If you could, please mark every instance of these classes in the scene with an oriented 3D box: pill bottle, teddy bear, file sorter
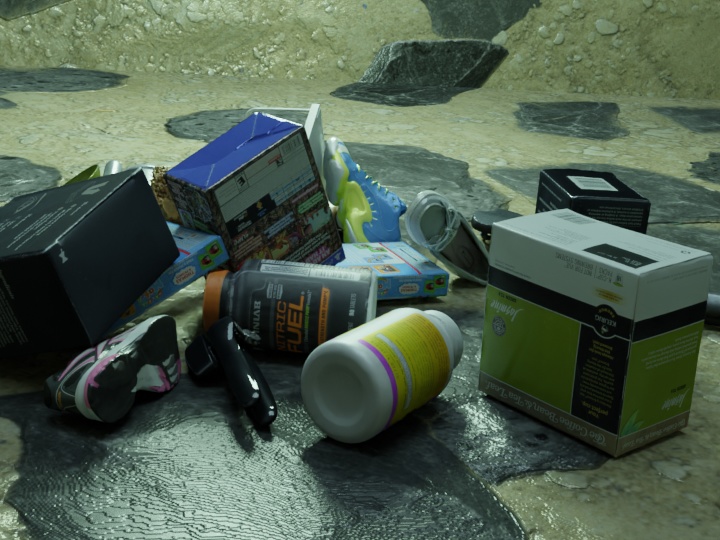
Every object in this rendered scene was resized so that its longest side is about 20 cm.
[{"bbox_3d":[-0.082,0.043,1.388,0.197,0.108,0.106,5,17,4],"label":"pill bottle"},{"bbox_3d":[-0.217,-0.055,1.586,0.066,0.147,0.199,-18,-21,31],"label":"teddy bear"},{"bbox_3d":[0.031,0.100,1.238,0.103,0.106,0.199,15,20,29],"label":"pill bottle"},{"bbox_3d":[-0.129,-0.133,1.768,0.123,0.140,0.201,4,44,10],"label":"file sorter"}]

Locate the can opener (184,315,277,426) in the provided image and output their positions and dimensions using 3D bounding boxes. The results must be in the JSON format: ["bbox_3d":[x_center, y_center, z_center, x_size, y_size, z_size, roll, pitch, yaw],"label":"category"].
[{"bbox_3d":[-0.127,0.110,1.267,0.063,0.079,0.200,40,1,-32],"label":"can opener"}]

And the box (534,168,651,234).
[{"bbox_3d":[0.280,-0.012,1.503,0.103,0.203,0.148,2,18,-8],"label":"box"}]

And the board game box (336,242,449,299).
[{"bbox_3d":[0.000,0.000,1.639,0.197,0.037,0.151,-2,19,-24],"label":"board game box"}]

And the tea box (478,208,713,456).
[{"bbox_3d":[0.244,0.059,1.268,0.132,0.199,0.199,-11,24,-39],"label":"tea box"}]

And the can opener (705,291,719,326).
[{"bbox_3d":[0.456,0.032,1.622,0.197,0.068,0.053,11,-25,19],"label":"can opener"}]

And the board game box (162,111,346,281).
[{"bbox_3d":[-0.128,-0.066,1.484,0.159,0.202,0.096,-37,37,-27],"label":"board game box"}]

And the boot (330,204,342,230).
[{"bbox_3d":[-0.072,-0.074,1.854,0.197,0.067,0.175,-5,16,-21],"label":"boot"}]

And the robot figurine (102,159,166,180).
[{"bbox_3d":[-0.301,-0.077,1.665,0.112,0.170,0.201,-31,27,8],"label":"robot figurine"}]

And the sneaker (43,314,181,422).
[{"bbox_3d":[-0.257,0.095,1.231,0.085,0.082,0.200,0,9,19],"label":"sneaker"}]

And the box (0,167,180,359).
[{"bbox_3d":[-0.337,-0.005,1.293,0.198,0.119,0.197,-10,25,28],"label":"box"}]

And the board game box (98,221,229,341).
[{"bbox_3d":[-0.273,0.012,1.399,0.199,0.037,0.151,-33,26,-26],"label":"board game box"}]

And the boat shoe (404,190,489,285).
[{"bbox_3d":[0.128,-0.042,1.656,0.065,0.075,0.202,32,-10,41],"label":"boat shoe"}]

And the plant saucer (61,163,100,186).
[{"bbox_3d":[-0.425,-0.069,1.623,0.199,0.031,0.200,-35,18,13],"label":"plant saucer"}]

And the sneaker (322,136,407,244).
[{"bbox_3d":[0.009,-0.110,1.788,0.104,0.203,0.076,-10,-15,-15],"label":"sneaker"}]

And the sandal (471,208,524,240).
[{"bbox_3d":[0.232,-0.070,1.961,0.075,0.043,0.200,19,11,19],"label":"sandal"}]
